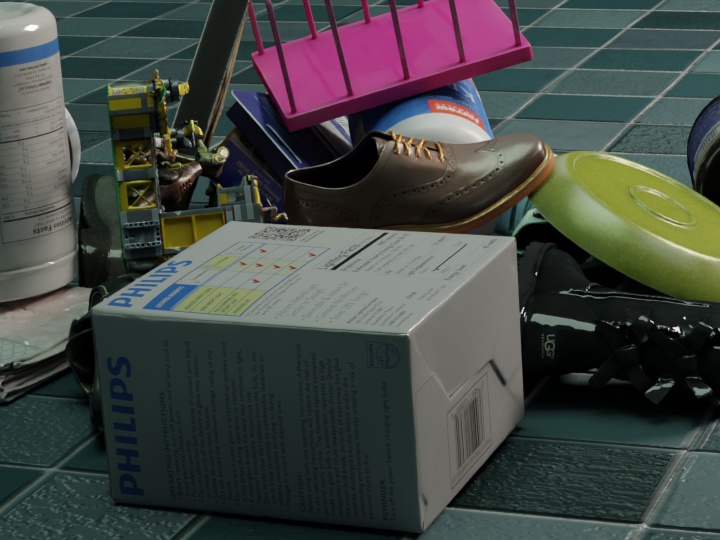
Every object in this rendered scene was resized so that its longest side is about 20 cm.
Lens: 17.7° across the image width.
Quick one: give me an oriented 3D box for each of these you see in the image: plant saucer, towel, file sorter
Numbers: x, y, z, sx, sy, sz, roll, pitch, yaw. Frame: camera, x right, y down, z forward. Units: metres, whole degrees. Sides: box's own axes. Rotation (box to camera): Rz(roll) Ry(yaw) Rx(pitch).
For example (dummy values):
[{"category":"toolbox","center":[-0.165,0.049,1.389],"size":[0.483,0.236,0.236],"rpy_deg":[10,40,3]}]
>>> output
[{"category":"plant saucer","center":[0.214,-0.036,1.687],"size":[0.199,0.031,0.200],"rpy_deg":[23,21,-9]},{"category":"towel","center":[-0.281,0.042,1.654],"size":[0.199,0.032,0.191],"rpy_deg":[6,18,26]},{"category":"file sorter","center":[0.012,-0.217,1.808],"size":[0.199,0.126,0.139],"rpy_deg":[-17,30,-7]}]

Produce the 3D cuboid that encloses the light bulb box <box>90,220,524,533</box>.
[{"category":"light bulb box","center":[-0.026,0.057,1.389],"size":[0.199,0.125,0.198],"rpy_deg":[3,18,22]}]

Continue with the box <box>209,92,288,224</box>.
[{"category":"box","center":[-0.061,-0.073,1.879],"size":[0.119,0.041,0.200],"rpy_deg":[43,15,-6]}]

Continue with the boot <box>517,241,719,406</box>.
[{"category":"boot","center":[0.179,0.035,1.535],"size":[0.162,0.074,0.198],"rpy_deg":[4,15,11]}]

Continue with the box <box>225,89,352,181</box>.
[{"category":"box","center":[-0.035,-0.089,1.857],"size":[0.121,0.032,0.200],"rpy_deg":[50,17,16]}]

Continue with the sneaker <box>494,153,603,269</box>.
[{"category":"sneaker","center":[0.132,-0.049,1.812],"size":[0.200,0.074,0.118],"rpy_deg":[14,16,38]}]

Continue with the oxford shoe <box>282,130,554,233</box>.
[{"category":"oxford shoe","center":[0.041,-0.067,1.651],"size":[0.199,0.073,0.071],"rpy_deg":[-19,31,-6]}]

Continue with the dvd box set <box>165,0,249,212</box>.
[{"category":"dvd box set","center":[-0.127,-0.131,1.844],"size":[0.029,0.147,0.200],"rpy_deg":[18,-15,-3]}]

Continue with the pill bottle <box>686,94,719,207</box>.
[{"category":"pill bottle","center":[0.319,-0.087,1.858],"size":[0.111,0.112,0.200],"rpy_deg":[-1,17,5]}]

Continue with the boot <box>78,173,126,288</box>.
[{"category":"boot","center":[-0.156,-0.019,1.814],"size":[0.130,0.068,0.200],"rpy_deg":[2,21,-8]}]

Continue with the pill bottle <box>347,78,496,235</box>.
[{"category":"pill bottle","center":[0.053,-0.085,1.806],"size":[0.112,0.113,0.200],"rpy_deg":[-4,29,-5]}]

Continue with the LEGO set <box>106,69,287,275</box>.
[{"category":"LEGO set","center":[-0.112,-0.058,1.633],"size":[0.115,0.154,0.200],"rpy_deg":[-6,-19,-4]}]

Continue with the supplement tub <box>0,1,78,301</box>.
[{"category":"supplement tub","center":[-0.277,-0.088,1.683],"size":[0.131,0.201,0.132],"rpy_deg":[-3,15,1]}]

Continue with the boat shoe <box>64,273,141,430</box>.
[{"category":"boat shoe","center":[-0.165,0.051,1.526],"size":[0.060,0.076,0.200],"rpy_deg":[-1,14,-16]}]

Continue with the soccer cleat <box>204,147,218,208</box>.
[{"category":"soccer cleat","center":[-0.088,-0.062,1.930],"size":[0.083,0.065,0.200],"rpy_deg":[6,17,-4]}]

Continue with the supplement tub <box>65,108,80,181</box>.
[{"category":"supplement tub","center":[-0.320,-0.083,1.928],"size":[0.122,0.123,0.200],"rpy_deg":[1,16,13]}]
